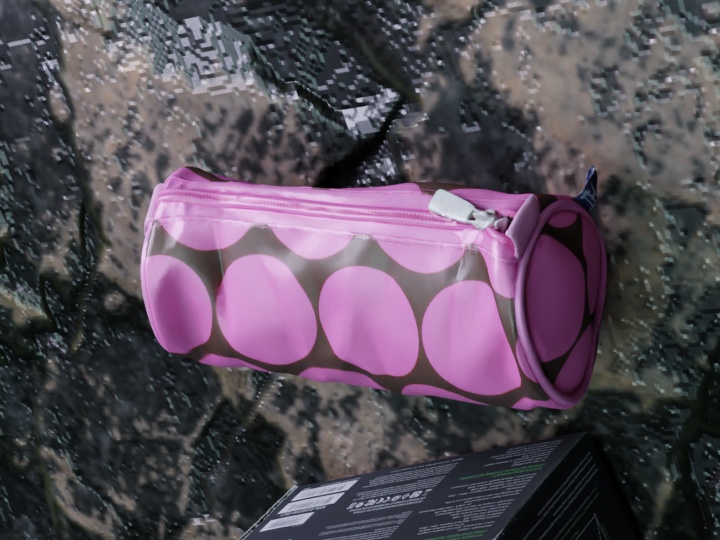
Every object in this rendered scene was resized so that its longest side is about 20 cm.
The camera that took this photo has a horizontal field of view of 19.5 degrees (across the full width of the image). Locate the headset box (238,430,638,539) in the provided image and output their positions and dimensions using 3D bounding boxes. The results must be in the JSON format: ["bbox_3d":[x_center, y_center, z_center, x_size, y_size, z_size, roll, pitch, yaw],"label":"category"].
[{"bbox_3d":[0.052,0.189,0.913,0.174,0.093,0.201,-14,108,40],"label":"headset box"}]

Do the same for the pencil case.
[{"bbox_3d":[0.000,0.000,0.845,0.199,0.091,0.094,3,152,31],"label":"pencil case"}]
